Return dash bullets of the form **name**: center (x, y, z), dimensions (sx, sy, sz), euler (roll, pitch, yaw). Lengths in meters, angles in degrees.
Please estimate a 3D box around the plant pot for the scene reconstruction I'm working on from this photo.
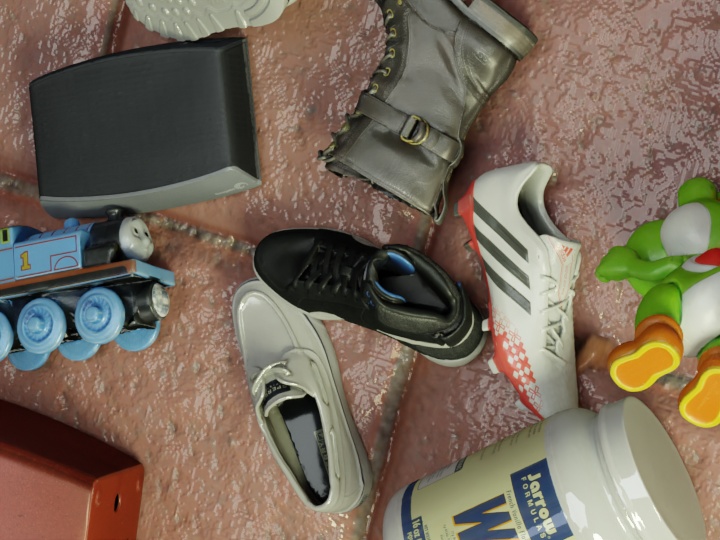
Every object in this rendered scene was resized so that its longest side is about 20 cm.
- **plant pot**: center (-0.280, 0.214, 1.625), dimensions (0.175, 0.200, 0.201), euler (8, 92, 11)

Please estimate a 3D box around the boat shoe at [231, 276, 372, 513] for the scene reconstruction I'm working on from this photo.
- **boat shoe**: center (-0.056, 0.097, 1.587), dimensions (0.072, 0.066, 0.201), euler (-23, 79, 22)

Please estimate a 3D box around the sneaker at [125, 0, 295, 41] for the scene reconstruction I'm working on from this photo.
- **sneaker**: center (-0.114, -0.236, 1.625), dimensions (0.199, 0.081, 0.077), euler (8, 134, 39)

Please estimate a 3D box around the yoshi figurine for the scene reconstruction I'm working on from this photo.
- **yoshi figurine**: center (0.222, 0.022, 1.426), dimensions (0.111, 0.201, 0.113), euler (-4, 129, 20)

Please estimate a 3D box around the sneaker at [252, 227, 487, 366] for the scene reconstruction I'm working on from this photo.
- **sneaker**: center (0.000, 0.000, 1.534), dimensions (0.199, 0.112, 0.073), euler (21, 76, 19)

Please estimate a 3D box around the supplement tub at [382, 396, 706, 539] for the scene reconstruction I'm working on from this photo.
- **supplement tub**: center (0.132, 0.187, 1.460), dimensions (0.199, 0.145, 0.146), euler (-28, 78, 21)

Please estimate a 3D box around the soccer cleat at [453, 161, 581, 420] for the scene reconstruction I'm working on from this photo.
- **soccer cleat**: center (0.132, 0.016, 1.505), dimensions (0.085, 0.068, 0.201), euler (-25, 74, 36)

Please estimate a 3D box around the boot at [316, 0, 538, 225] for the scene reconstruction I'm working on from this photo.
- **boot**: center (0.021, -0.151, 1.547), dimensions (0.200, 0.069, 0.175), euler (36, 94, 18)

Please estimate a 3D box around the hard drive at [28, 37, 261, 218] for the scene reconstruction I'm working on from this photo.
- **hard drive**: center (-0.181, -0.117, 1.660), dimensions (0.199, 0.042, 0.136), euler (-7, 86, 23)

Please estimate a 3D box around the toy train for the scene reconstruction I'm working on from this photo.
- **toy train**: center (-0.248, 0.015, 1.665), dimensions (0.199, 0.087, 0.115), euler (-11, 78, 23)
